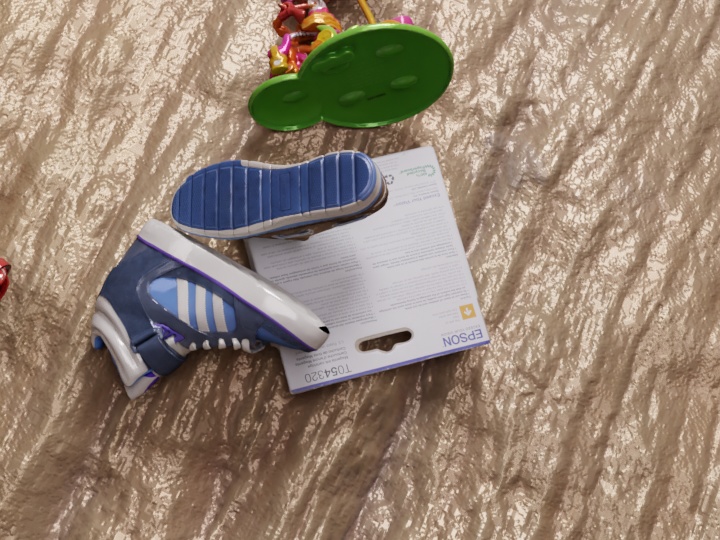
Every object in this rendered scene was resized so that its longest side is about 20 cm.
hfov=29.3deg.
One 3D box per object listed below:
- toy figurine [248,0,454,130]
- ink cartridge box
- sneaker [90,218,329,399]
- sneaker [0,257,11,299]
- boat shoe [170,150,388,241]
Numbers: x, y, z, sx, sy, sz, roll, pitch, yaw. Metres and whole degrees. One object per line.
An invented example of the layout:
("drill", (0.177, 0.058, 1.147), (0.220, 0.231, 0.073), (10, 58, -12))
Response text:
("toy figurine", (-0.023, -0.248, 1.327), (0.199, 0.150, 0.185), (-16, 60, 11))
("ink cartridge box", (0.000, 0.000, 1.277), (0.195, 0.043, 0.201), (-13, 77, -11))
("sneaker", (-0.142, 0.061, 1.207), (0.199, 0.081, 0.147), (30, 94, 10))
("sneaker", (-0.357, -0.032, 1.217), (0.107, 0.067, 0.203), (13, 75, -6))
("boat shoe", (-0.070, -0.055, 1.221), (0.199, 0.072, 0.073), (-4, 70, 19))
